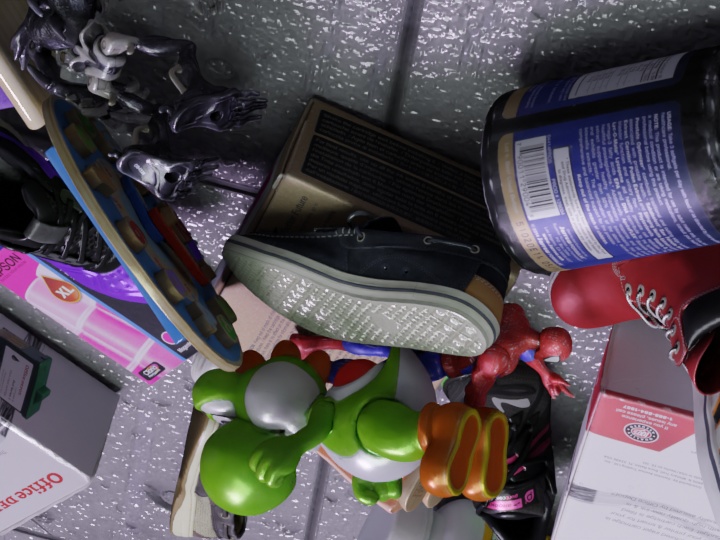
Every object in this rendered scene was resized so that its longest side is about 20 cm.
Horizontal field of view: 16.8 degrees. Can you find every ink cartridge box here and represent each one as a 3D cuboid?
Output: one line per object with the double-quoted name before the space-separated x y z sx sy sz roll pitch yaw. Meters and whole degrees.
"ink cartridge box" 0.000 0.000 1.582 0.164 0.075 0.200 25 142 -7
"ink cartridge box" -0.192 -0.002 1.682 0.200 0.037 0.095 37 137 -18
"ink cartridge box" 0.218 0.127 1.648 0.146 0.083 0.201 15 141 3
"ink cartridge box" -0.300 0.095 1.803 0.200 0.085 0.146 37 138 -24

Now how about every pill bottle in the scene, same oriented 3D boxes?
"pill bottle" 0.178 -0.067 1.405 0.199 0.112 0.112 -10 135 31
"pill bottle" 0.096 0.238 1.806 0.199 0.113 0.113 26 141 -12

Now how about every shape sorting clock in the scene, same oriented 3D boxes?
"shape sorting clock" -0.130 -0.025 1.490 0.039 0.200 0.200 -35 128 1

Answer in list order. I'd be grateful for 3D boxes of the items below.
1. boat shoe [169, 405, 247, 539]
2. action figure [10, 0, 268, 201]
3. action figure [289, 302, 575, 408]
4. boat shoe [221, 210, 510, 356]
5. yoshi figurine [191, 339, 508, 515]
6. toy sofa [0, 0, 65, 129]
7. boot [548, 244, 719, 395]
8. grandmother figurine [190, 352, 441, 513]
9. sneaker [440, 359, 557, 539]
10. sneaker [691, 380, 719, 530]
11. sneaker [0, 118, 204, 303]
"boat shoe" -0.099 0.143 1.804 0.066 0.072 0.201 12 148 -4
"action figure" -0.137 -0.131 1.441 0.102 0.200 0.119 2 130 -45
"action figure" 0.053 0.074 1.540 0.199 0.065 0.099 -11 125 32
"boat shoe" 0.005 0.002 1.479 0.199 0.062 0.075 10 147 34
"yoshi figurine" -0.018 0.114 1.491 0.199 0.112 0.113 8 127 27
"toy sofa" -0.295 -0.116 1.534 0.199 0.098 0.083 -6 136 25
"boot" 0.182 0.025 1.489 0.072 0.145 0.199 36 140 -26
"grandmother figurine" -0.034 0.099 1.685 0.199 0.061 0.121 29 -178 22
"sneaker" 0.105 0.124 1.676 0.076 0.084 0.201 -16 140 5
"sneaker" 0.251 0.086 1.497 0.079 0.201 0.078 -26 149 33
"sneaker" -0.194 -0.029 1.573 0.199 0.100 0.070 29 100 -9
